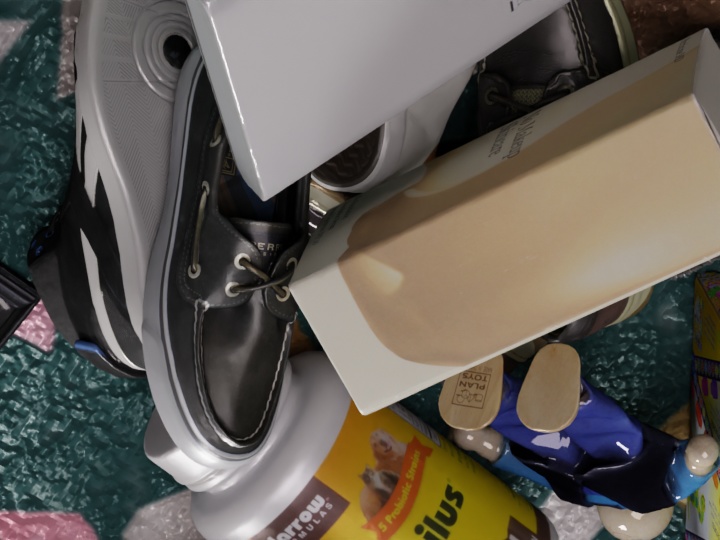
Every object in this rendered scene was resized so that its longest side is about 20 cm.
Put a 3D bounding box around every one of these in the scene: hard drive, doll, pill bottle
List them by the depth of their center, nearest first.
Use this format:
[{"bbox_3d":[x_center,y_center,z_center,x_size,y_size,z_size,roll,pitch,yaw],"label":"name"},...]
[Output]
[{"bbox_3d":[0.023,-0.127,1.281,0.200,0.026,0.132,-33,145,-13],"label":"hard drive"},{"bbox_3d":[0.105,0.086,1.460,0.136,0.049,0.200,1,160,27],"label":"doll"},{"bbox_3d":[-0.006,0.114,1.466,0.200,0.109,0.109,37,104,-20],"label":"pill bottle"}]

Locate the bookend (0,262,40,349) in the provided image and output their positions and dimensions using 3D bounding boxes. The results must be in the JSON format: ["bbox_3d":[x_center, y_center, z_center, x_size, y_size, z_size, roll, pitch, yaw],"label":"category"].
[{"bbox_3d":[-0.246,0.027,1.347,0.199,0.200,0.092,36,104,-19],"label":"bookend"}]

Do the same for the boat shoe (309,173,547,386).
[{"bbox_3d":[0.000,0.000,1.441,0.200,0.072,0.065,33,100,-25],"label":"boat shoe"}]

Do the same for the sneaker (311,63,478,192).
[{"bbox_3d":[0.021,-0.136,1.398,0.073,0.085,0.201,17,99,32],"label":"sneaker"}]

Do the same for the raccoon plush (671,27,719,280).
[{"bbox_3d":[0.194,-0.023,1.404,0.097,0.200,0.134,6,114,-39],"label":"raccoon plush"}]

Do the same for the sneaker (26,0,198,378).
[{"bbox_3d":[-0.121,-0.048,1.404,0.073,0.112,0.201,-2,83,-38],"label":"sneaker"}]

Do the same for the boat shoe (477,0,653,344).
[{"bbox_3d":[0.089,-0.062,1.384,0.072,0.066,0.201,-2,110,30],"label":"boat shoe"}]

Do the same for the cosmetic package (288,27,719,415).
[{"bbox_3d":[0.077,-0.022,1.313,0.200,0.105,0.071,-26,104,17],"label":"cosmetic package"}]

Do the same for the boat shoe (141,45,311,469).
[{"bbox_3d":[-0.054,-0.013,1.339,0.068,0.057,0.201,6,81,-32],"label":"boat shoe"}]

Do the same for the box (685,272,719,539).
[{"bbox_3d":[0.273,0.106,1.495,0.199,0.122,0.193,-4,114,-6],"label":"box"}]
